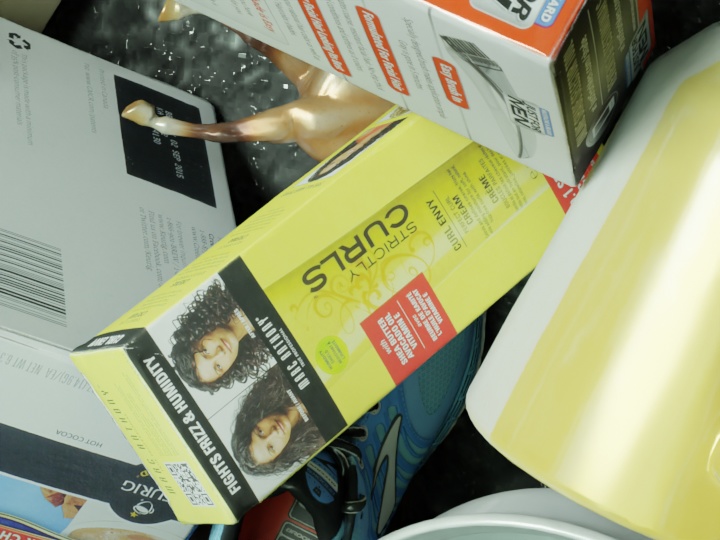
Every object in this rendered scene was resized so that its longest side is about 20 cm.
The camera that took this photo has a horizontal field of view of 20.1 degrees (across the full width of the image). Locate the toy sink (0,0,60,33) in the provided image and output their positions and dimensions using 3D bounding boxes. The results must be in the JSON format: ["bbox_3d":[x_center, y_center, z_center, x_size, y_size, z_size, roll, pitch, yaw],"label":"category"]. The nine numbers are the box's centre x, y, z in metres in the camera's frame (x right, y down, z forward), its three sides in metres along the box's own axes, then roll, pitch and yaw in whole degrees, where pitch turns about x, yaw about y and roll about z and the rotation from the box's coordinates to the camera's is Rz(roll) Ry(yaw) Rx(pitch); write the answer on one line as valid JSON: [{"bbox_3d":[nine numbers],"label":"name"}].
[{"bbox_3d":[-0.192,-0.155,0.849,0.131,0.112,0.200,52,125,22],"label":"toy sink"}]

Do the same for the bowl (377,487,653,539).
[{"bbox_3d":[0.083,0.156,0.750,0.200,0.090,0.202,12,119,22],"label":"bowl"}]

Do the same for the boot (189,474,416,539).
[{"bbox_3d":[-0.002,0.133,0.830,0.199,0.072,0.167,26,106,15],"label":"boot"}]

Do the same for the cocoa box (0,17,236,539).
[{"bbox_3d":[-0.131,0.017,0.791,0.131,0.133,0.200,-53,31,29],"label":"cocoa box"}]

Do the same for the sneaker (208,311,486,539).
[{"bbox_3d":[-0.006,0.067,0.763,0.078,0.090,0.201,20,92,2],"label":"sneaker"}]

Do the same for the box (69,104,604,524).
[{"bbox_3d":[0.000,0.000,0.707,0.075,0.200,0.050,58,152,-12],"label":"box"}]

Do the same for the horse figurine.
[{"bbox_3d":[-0.001,-0.103,0.773,0.132,0.050,0.201,22,104,-11],"label":"horse figurine"}]

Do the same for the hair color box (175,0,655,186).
[{"bbox_3d":[-0.008,-0.110,0.659,0.199,0.111,0.064,27,80,16],"label":"hair color box"}]

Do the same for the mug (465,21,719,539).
[{"bbox_3d":[0.141,0.009,0.672,0.186,0.149,0.154,36,110,48],"label":"mug"}]
